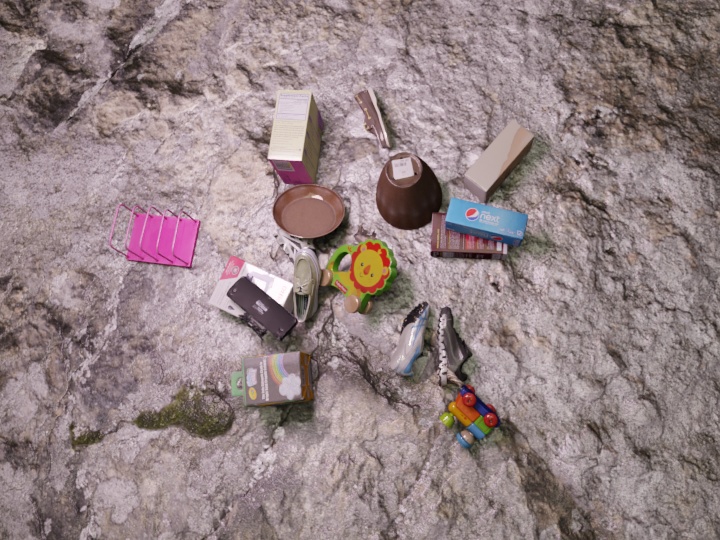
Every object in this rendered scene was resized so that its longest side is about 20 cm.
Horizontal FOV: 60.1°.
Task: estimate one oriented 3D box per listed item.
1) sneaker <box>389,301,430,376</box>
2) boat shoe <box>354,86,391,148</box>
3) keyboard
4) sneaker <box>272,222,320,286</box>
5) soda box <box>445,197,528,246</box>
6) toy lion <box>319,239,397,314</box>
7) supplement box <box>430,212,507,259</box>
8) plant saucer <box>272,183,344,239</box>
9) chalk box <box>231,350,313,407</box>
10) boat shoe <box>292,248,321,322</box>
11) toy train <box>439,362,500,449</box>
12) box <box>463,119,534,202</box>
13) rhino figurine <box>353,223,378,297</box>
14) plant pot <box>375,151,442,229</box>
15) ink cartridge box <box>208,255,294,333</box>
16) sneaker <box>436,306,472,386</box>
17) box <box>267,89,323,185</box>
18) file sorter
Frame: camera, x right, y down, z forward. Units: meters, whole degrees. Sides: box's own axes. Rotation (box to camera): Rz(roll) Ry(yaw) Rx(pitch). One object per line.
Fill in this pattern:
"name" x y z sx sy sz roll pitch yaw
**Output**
"sneaker" 0.138 0.176 1.605 0.072 0.072 0.202 30 73 -21
"boat shoe" 0.036 -0.424 1.756 0.059 0.072 0.202 -21 71 9
"keyboard" -0.265 0.109 1.610 0.199 0.040 0.104 38 62 14
"sneaker" -0.151 -0.049 1.690 0.088 0.074 0.201 -37 75 0
"soda box" 0.319 -0.123 1.581 0.198 0.064 0.069 15 77 11
"toy lion" 0.000 0.000 1.597 0.200 0.068 0.193 40 108 37
"supplement box" 0.286 -0.090 1.642 0.197 0.061 0.110 3 76 8
"plant saucer" -0.141 -0.154 1.703 0.198 0.037 0.202 1 51 -1
"chalk box" -0.232 0.283 1.598 0.197 0.124 0.126 -7 76 8
"boat shoe" -0.142 0.042 1.617 0.071 0.062 0.202 6 118 14
"toy train" 0.236 0.334 1.527 0.200 0.085 0.116 43 99 2
"box" 0.367 -0.290 1.662 0.078 0.095 0.200 40 87 14
"rhino figurine" 0.030 -0.031 1.665 0.086 0.060 0.202 -16 77 11
"plant pot" 0.119 -0.226 1.627 0.184 0.200 0.189 -2 76 8
"ink cartridge box" -0.282 0.069 1.675 0.198 0.084 0.146 23 82 12
"sneaker" 0.239 0.193 1.582 0.089 0.066 0.203 0 80 5
"box" -0.175 -0.362 1.715 0.095 0.176 0.203 5 78 9
"file sorter" -0.575 -0.101 1.738 0.197 0.125 0.141 6 77 10
